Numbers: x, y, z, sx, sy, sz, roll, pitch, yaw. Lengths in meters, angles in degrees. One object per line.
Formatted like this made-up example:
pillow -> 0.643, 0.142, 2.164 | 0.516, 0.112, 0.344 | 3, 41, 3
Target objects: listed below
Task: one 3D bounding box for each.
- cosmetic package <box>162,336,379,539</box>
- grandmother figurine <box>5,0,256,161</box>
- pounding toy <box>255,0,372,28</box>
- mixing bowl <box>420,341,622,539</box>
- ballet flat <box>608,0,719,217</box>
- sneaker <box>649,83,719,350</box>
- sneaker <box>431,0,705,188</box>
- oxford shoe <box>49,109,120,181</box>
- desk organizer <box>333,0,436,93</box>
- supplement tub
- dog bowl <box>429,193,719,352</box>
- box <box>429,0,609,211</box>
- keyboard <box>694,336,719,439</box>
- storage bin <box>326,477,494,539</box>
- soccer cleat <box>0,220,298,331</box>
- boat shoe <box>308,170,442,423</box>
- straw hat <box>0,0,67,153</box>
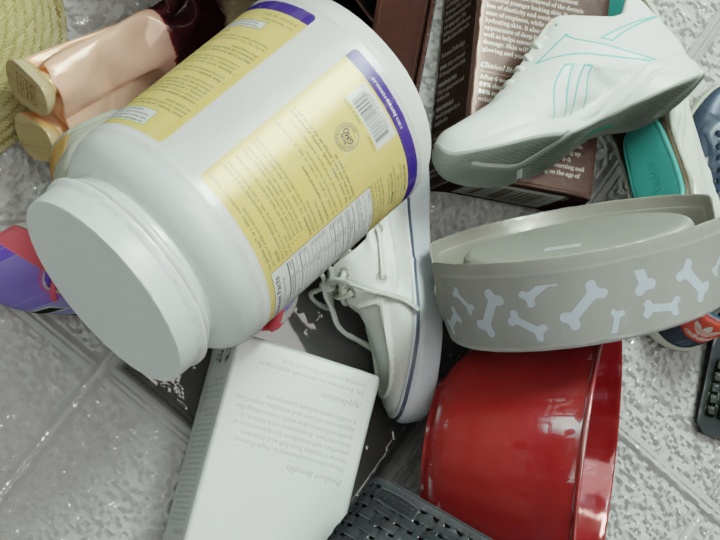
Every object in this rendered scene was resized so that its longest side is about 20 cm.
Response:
cosmetic package -> -0.064, 0.149, 1.068 | 0.101, 0.074, 0.201 | 18, 79, -15
grandmother figurine -> -0.129, -0.146, 1.078 | 0.199, 0.122, 0.061 | -32, 60, -31
pounding toy -> -0.008, -0.246, 1.059 | 0.199, 0.184, 0.143 | 20, 46, -13
mixing bowl -> 0.101, 0.121, 1.086 | 0.108, 0.200, 0.202 | 6, 79, 15
ballet flat -> 0.207, -0.102, 1.186 | 0.069, 0.070, 0.201 | 3, 57, -19
sneaker -> 0.259, -0.042, 1.198 | 0.075, 0.084, 0.201 | 17, 78, -17
sneaker -> 0.124, -0.115, 1.102 | 0.199, 0.070, 0.081 | -24, 76, -23
oxford shoe -> -0.111, -0.075, 1.067 | 0.199, 0.076, 0.058 | -13, 43, -41
desk organizer -> 0.010, -0.185, 0.965 | 0.076, 0.201, 0.072 | 10, 47, 0
supplement tub -> -0.072, -0.048, 0.958 | 0.200, 0.145, 0.146 | -42, 97, -25
dog bowl -> 0.136, 0.001, 1.047 | 0.199, 0.200, 0.059 | -14, 99, -20
box -> 0.109, -0.148, 1.167 | 0.099, 0.075, 0.202 | 10, 82, -17
keyboard -> 0.341, 0.078, 1.246 | 0.199, 0.021, 0.128 | 14, 79, -18
storage bin -> 0.056, 0.229, 1.025 | 0.094, 0.135, 0.200 | -49, 140, -18
soccer cleat -> -0.136, 0.006, 1.037 | 0.198, 0.077, 0.067 | 5, 108, -5
boat shoe -> 0.002, -0.002, 1.109 | 0.085, 0.075, 0.204 | 1, 80, -19
straw hat -> -0.267, -0.153, 1.027 | 0.200, 0.085, 0.203 | 3, 82, -18
